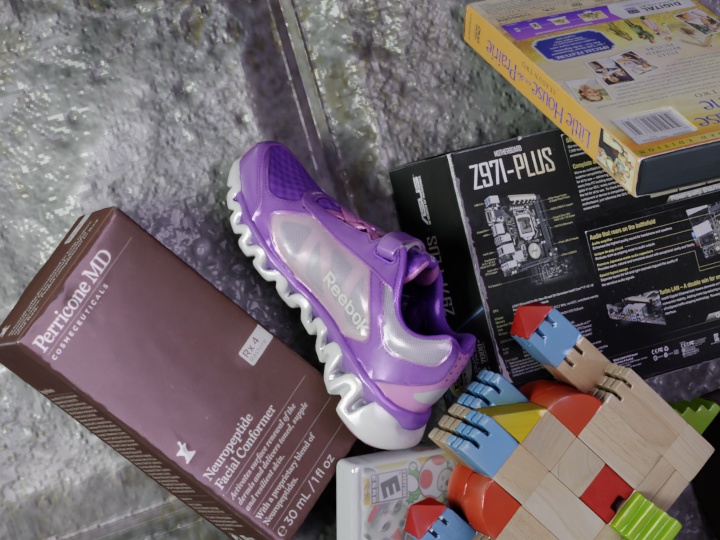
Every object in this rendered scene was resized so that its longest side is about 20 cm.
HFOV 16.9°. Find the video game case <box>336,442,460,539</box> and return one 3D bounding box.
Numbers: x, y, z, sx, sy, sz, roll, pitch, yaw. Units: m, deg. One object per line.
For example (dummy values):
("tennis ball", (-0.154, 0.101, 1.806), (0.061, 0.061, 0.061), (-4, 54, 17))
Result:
("video game case", (0.067, 0.196, 1.433), (0.182, 0.023, 0.201), (-7, 103, -32))

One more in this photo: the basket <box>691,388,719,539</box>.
("basket", (0.318, 0.104, 1.525), (0.199, 0.181, 0.136), (-16, 61, -17))

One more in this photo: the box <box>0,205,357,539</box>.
("box", (-0.102, 0.064, 1.381), (0.200, 0.075, 0.100), (38, 72, -15))

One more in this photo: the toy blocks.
("toy blocks", (0.102, 0.114, 1.379), (0.137, 0.100, 0.200), (42, 81, -20))

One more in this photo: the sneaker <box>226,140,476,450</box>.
("sneaker", (0.000, 0.000, 1.390), (0.080, 0.088, 0.200), (-4, 57, -55))

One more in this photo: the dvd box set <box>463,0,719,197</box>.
("dvd box set", (0.173, -0.118, 1.462), (0.146, 0.200, 0.029), (-14, 128, -25))

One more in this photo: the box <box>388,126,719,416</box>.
("box", (0.138, -0.009, 1.485), (0.199, 0.086, 0.164), (-15, 92, -25))
